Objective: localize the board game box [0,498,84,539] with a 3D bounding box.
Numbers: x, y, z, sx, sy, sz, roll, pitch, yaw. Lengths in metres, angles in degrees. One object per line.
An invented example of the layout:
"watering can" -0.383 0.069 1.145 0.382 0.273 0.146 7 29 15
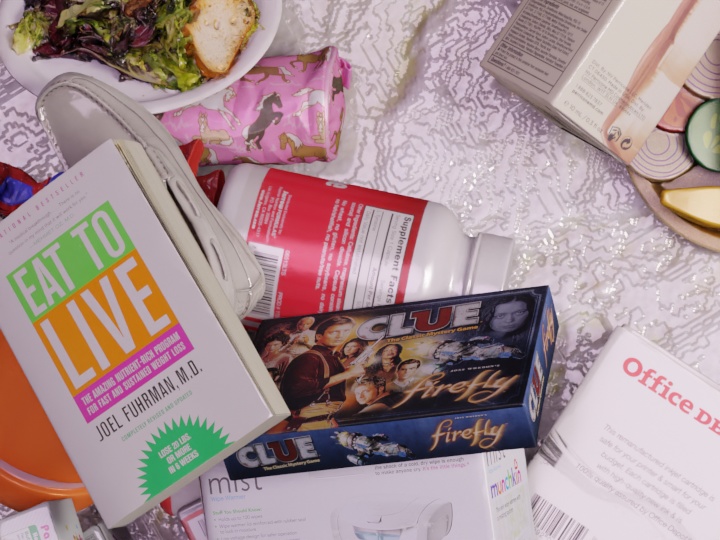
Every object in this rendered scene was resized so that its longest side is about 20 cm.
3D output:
"board game box" -0.262 0.250 1.586 0.198 0.064 0.149 -20 84 7

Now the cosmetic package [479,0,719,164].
"cosmetic package" 0.184 -0.186 1.645 0.087 0.103 0.201 33 93 -34

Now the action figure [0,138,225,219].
"action figure" -0.199 -0.032 1.669 0.198 0.065 0.100 -3 55 24

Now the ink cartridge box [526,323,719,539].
"ink cartridge box" 0.181 0.158 1.644 0.145 0.084 0.201 34 91 9

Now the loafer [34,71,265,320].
"loafer" -0.140 -0.047 1.583 0.200 0.070 0.070 46 110 4

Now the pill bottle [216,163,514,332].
"pill bottle" 0.000 0.000 1.660 0.198 0.112 0.113 12 88 5

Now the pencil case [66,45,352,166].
"pencil case" -0.106 -0.114 1.695 0.198 0.083 0.087 2 85 7

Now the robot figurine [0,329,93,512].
"robot figurine" -0.201 0.079 1.631 0.117 0.143 0.201 52 129 40

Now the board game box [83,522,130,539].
"board game box" -0.184 0.296 1.683 0.147 0.064 0.201 -31 82 5

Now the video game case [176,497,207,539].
"video game case" -0.019 0.222 1.676 0.142 0.017 0.201 -26 93 -2

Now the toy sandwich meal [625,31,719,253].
"toy sandwich meal" 0.273 -0.102 1.656 0.203 0.070 0.207 0 87 7

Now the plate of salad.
"plate of salad" -0.153 -0.182 1.675 0.198 0.048 0.201 -3 49 3

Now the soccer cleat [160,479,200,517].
"soccer cleat" -0.116 0.070 1.696 0.084 0.069 0.202 -3 90 2

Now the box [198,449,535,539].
"box" 0.009 0.191 1.587 0.198 0.097 0.178 -8 91 21

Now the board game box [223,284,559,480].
"board game box" 0.020 0.070 1.551 0.198 0.136 0.035 -8 120 16

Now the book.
"book" -0.148 0.039 1.523 0.133 0.048 0.201 -34 78 15
